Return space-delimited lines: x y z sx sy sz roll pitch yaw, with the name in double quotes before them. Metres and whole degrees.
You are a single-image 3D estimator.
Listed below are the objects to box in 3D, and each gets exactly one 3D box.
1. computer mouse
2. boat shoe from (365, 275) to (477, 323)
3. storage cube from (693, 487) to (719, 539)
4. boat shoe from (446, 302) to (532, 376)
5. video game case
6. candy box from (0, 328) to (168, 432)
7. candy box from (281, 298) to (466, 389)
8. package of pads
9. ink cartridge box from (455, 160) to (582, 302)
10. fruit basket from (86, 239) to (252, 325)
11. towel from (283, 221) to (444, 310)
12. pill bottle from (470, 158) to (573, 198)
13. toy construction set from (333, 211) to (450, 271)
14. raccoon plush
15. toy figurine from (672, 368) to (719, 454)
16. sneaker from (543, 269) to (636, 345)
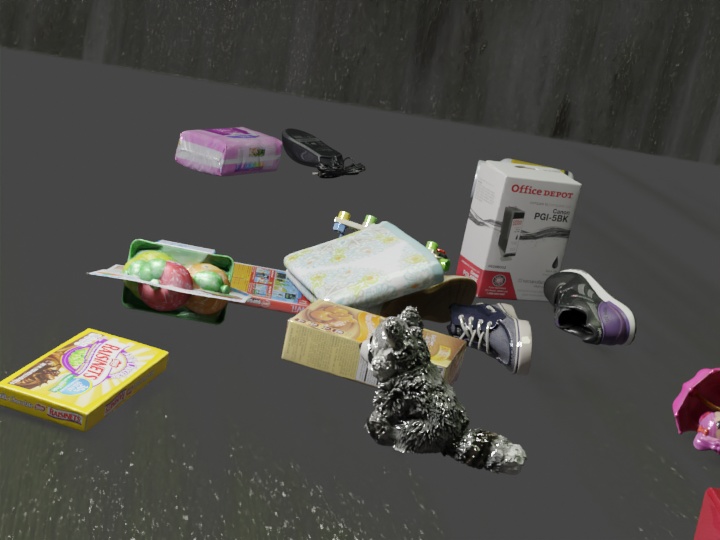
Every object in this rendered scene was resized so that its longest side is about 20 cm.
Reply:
"computer mouse" -0.099 -0.239 2.526 0.138 0.053 0.200 -8 35 -46
"boat shoe" 0.083 0.033 1.658 0.199 0.074 0.069 -7 29 -46
"storage cube" 0.306 0.271 0.788 0.170 0.201 0.180 12 9 4
"boat shoe" 0.165 0.088 1.552 0.092 0.075 0.200 3 9 -4
"video game case" -0.163 0.018 1.641 0.199 0.018 0.143 10 16 -4
"candy box" -0.284 0.110 1.228 0.102 0.027 0.200 17 17 9
"candy box" 0.018 0.096 1.429 0.199 0.056 0.115 15 16 13
"package of pads" -0.259 -0.235 2.341 0.120 0.076 0.200 21 19 27
"ink cartridge box" 0.247 -0.060 1.859 0.146 0.201 0.083 3 18 -24
"fruit basket" -0.225 0.010 1.444 0.184 0.094 0.200 11 -4 -1
"towel" 0.000 0.000 1.610 0.170 0.048 0.200 -21 24 -15
"pill bottle" 0.334 -0.169 2.458 0.199 0.113 0.112 13 16 5
"toy construction set" 0.058 -0.022 1.788 0.200 0.092 0.131 30 -3 34
"raccoon plush" 0.090 0.120 1.249 0.199 0.135 0.097 12 15 4
"toy figurine" 0.457 0.182 1.381 0.183 0.151 0.200 3 37 21
"sneaker" 0.318 0.051 1.768 0.087 0.076 0.200 -4 21 -26
